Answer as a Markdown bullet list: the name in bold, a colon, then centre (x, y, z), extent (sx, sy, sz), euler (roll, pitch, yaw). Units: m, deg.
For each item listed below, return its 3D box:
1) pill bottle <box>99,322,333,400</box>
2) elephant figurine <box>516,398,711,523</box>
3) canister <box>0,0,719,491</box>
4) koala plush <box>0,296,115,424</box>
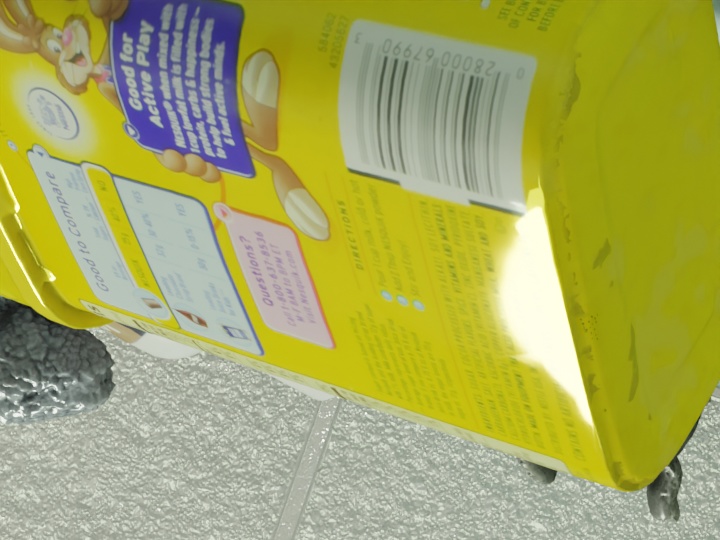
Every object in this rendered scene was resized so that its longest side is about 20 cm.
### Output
- **pill bottle**: centre (-0.077, -0.041, 0.662), extent (0.199, 0.112, 0.111), euler (31, 176, -13)
- **elephant figurine**: centre (0.115, 0.044, 1.074), extent (0.154, 0.142, 0.200), euler (25, -177, 15)
- **canister**: centre (-0.013, -0.033, 0.498), extent (0.199, 0.087, 0.149), euler (17, 143, 31)
- **koala plush**: centre (-0.074, -0.032, 0.962), extent (0.198, 0.185, 0.178), euler (4, -161, 4)
